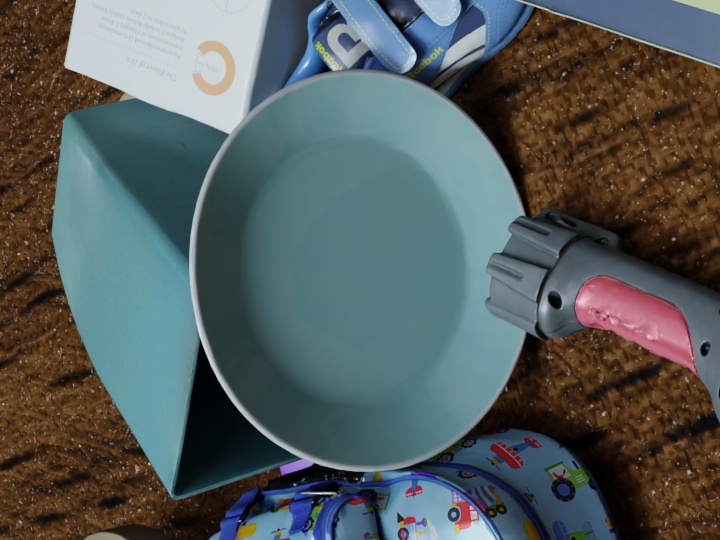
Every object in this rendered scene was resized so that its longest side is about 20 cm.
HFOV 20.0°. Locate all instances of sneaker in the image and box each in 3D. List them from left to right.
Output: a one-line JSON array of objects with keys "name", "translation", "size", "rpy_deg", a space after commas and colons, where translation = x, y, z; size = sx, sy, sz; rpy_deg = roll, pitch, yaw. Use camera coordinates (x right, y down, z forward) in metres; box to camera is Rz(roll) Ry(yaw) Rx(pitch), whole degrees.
[{"name": "sneaker", "translation": [0.025, -0.129, 1.061], "size": [0.074, 0.082, 0.201], "rpy_deg": [54, 127, 26]}]

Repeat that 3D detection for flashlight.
[{"name": "flashlight", "translation": [0.145, 0.034, 0.977], "size": [0.199, 0.067, 0.069], "rpy_deg": [23, 115, 39]}]

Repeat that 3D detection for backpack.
[{"name": "backpack", "translation": [0.038, 0.177, 1.059], "size": [0.199, 0.134, 0.185], "rpy_deg": [-15, 86, 42]}]

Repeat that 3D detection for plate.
[{"name": "plate", "translation": [0.000, 0.000, 1.030], "size": [0.026, 0.198, 0.202], "rpy_deg": [-7, 91, 61]}]

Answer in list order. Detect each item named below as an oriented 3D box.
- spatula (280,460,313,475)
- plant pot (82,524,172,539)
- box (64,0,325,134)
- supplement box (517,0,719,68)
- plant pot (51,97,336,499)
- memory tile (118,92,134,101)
[{"name": "spatula", "translation": [-0.030, 0.175, 1.202], "size": [0.056, 0.020, 0.202], "rpy_deg": [9, 103, 42]}, {"name": "plant pot", "translation": [-0.095, 0.243, 1.214], "size": [0.200, 0.092, 0.203], "rpy_deg": [24, 120, 51]}, {"name": "box", "translation": [-0.069, -0.190, 1.112], "size": [0.124, 0.097, 0.202], "rpy_deg": [23, 110, 25]}, {"name": "supplement box", "translation": [0.154, -0.205, 0.884], "size": [0.199, 0.134, 0.202], "rpy_deg": [24, 112, 40]}, {"name": "plant pot", "translation": [-0.085, -0.005, 1.139], "size": [0.200, 0.140, 0.142], "rpy_deg": [46, 138, 38]}, {"name": "memory tile", "translation": [-0.094, -0.152, 1.220], "size": [0.152, 0.017, 0.202], "rpy_deg": [16, 107, 42]}]
